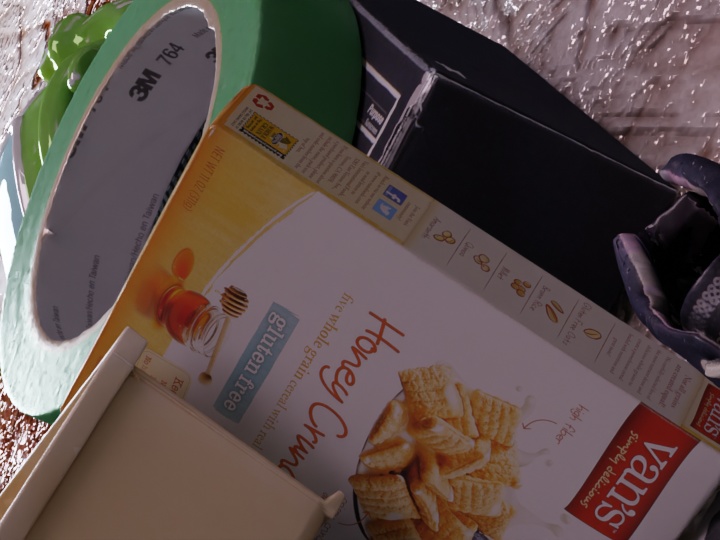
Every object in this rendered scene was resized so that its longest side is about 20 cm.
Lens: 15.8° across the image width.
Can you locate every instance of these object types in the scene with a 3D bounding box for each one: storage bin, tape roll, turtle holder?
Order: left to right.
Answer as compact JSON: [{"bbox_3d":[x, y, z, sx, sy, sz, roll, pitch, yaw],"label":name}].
[{"bbox_3d":[-0.118,0.157,0.859,0.199,0.094,0.200,-48,10,52],"label":"storage bin"},{"bbox_3d":[-0.124,-0.044,1.269,0.132,0.141,0.186,-40,79,41],"label":"turtle holder"},{"bbox_3d":[-0.073,-0.030,1.005,0.200,0.048,0.201,-46,32,39],"label":"tape roll"}]

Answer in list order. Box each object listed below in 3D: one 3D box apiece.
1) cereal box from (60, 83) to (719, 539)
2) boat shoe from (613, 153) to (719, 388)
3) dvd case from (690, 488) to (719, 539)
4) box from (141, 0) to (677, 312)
[{"bbox_3d":[0.012,0.048,0.867,0.144,0.200,0.040,-60,-4,36],"label":"cereal box"},{"bbox_3d":[0.134,0.037,0.712,0.075,0.093,0.200,-59,25,15],"label":"boat shoe"},{"bbox_3d":[0.165,0.063,0.768,0.200,0.025,0.150,-61,25,10],"label":"dvd case"},{"bbox_3d":[0.000,0.000,1.033,0.199,0.123,0.200,-62,25,12],"label":"box"}]
